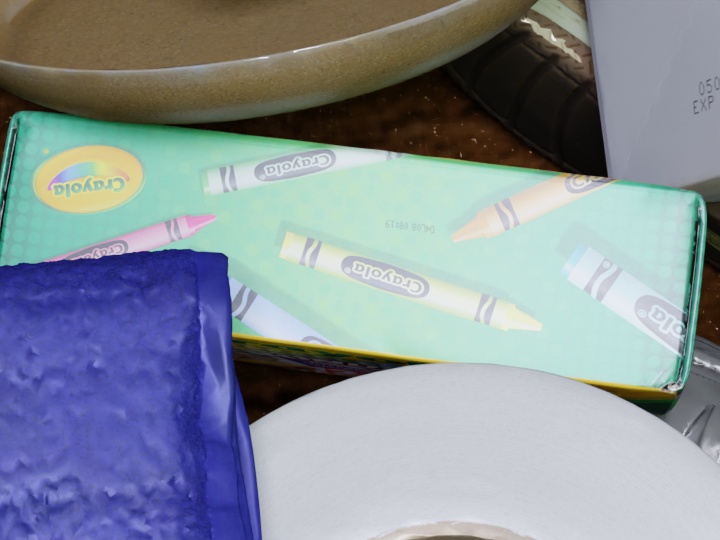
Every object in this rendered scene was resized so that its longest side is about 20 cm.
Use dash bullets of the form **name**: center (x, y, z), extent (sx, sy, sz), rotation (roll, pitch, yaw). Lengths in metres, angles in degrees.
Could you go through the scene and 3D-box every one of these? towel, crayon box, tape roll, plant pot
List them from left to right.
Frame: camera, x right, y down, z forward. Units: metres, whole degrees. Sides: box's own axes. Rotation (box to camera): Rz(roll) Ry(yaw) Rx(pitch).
- **towel**: center (-0.123, 0.072, 0.618), extent (0.198, 0.050, 0.149), rotation (-3, 68, -9)
- **plant pot**: center (-0.027, -0.088, 0.730), extent (0.199, 0.200, 0.028), rotation (-16, 117, -10)
- **crayon box**: center (0.000, 0.000, 0.739), extent (0.198, 0.119, 0.059), rotation (7, 84, 6)
- **tape roll**: center (0.025, 0.122, 0.641), extent (0.201, 0.037, 0.204), rotation (-3, 64, 7)

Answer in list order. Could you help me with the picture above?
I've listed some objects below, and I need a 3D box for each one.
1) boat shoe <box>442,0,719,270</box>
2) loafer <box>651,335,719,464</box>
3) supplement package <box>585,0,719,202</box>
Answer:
- **boat shoe**: center (0.106, -0.061, 0.817), extent (0.199, 0.072, 0.076), rotation (36, 72, -19)
- **loafer**: center (0.120, 0.058, 0.813), extent (0.199, 0.070, 0.070), rotation (16, 88, -10)
- **supplement package**: center (0.180, -0.090, 0.758), extent (0.199, 0.121, 0.121), rotation (-3, 82, -34)
